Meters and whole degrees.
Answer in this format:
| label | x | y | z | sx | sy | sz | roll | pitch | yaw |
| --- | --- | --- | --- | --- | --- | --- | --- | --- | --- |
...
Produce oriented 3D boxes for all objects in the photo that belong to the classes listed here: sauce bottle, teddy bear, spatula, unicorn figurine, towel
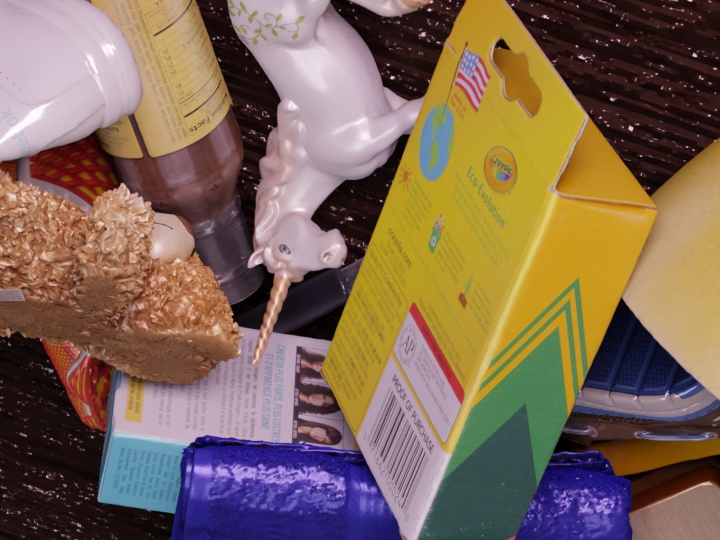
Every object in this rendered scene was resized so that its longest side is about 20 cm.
| label | x | y | z | sx | sy | sz | roll | pitch | yaw |
| --- | --- | --- | --- | --- | --- | --- | --- | --- | --- |
| sauce bottle | -0.090 | -0.074 | 1.167 | 0.064 | 0.065 | 0.201 | -3 | 125 | 21 |
| teddy bear | -0.143 | -0.011 | 1.125 | 0.199 | 0.067 | 0.145 | 11 | 155 | -13 |
| spatula | 0.000 | 0.000 | 1.214 | 0.200 | 0.020 | 0.057 | -31 | 72 | 41 |
| unicorn figurine | -0.009 | -0.076 | 1.139 | 0.137 | 0.074 | 0.201 | -14 | 103 | 27 |
| towel | 0.015 | 0.125 | 1.176 | 0.199 | 0.050 | 0.148 | 5 | 141 | -4 |

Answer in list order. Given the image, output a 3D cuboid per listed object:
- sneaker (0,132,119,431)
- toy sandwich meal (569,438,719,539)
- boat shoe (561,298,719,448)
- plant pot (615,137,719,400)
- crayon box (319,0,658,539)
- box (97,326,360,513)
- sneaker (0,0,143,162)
| label | x | y | z | sx | sy | sz | roll | pitch | yaw |
| --- | --- | --- | --- | --- | --- | --- | --- | --- | --- |
| sneaker | -0.138 | -0.010 | 1.244 | 0.077 | 0.073 | 0.201 | 22 | 137 | 38 |
| toy sandwich meal | 0.176 | 0.120 | 1.220 | 0.204 | 0.070 | 0.206 | 10 | 129 | 12 |
| boat shoe | 0.089 | 0.045 | 1.176 | 0.199 | 0.072 | 0.072 | 12 | 155 | 41 |
| plant pot | 0.218 | -0.007 | 1.049 | 0.199 | 0.200 | 0.142 | 33 | 107 | -7 |
| crayon box | 0.053 | -0.003 | 1.068 | 0.051 | 0.127 | 0.201 | 7 | 120 | -25 |
| box | -0.018 | 0.077 | 1.217 | 0.199 | 0.083 | 0.049 | 10 | 133 | -7 |
| sneaker | -0.184 | -0.091 | 1.128 | 0.200 | 0.088 | 0.076 | 19 | 139 | 48 |
